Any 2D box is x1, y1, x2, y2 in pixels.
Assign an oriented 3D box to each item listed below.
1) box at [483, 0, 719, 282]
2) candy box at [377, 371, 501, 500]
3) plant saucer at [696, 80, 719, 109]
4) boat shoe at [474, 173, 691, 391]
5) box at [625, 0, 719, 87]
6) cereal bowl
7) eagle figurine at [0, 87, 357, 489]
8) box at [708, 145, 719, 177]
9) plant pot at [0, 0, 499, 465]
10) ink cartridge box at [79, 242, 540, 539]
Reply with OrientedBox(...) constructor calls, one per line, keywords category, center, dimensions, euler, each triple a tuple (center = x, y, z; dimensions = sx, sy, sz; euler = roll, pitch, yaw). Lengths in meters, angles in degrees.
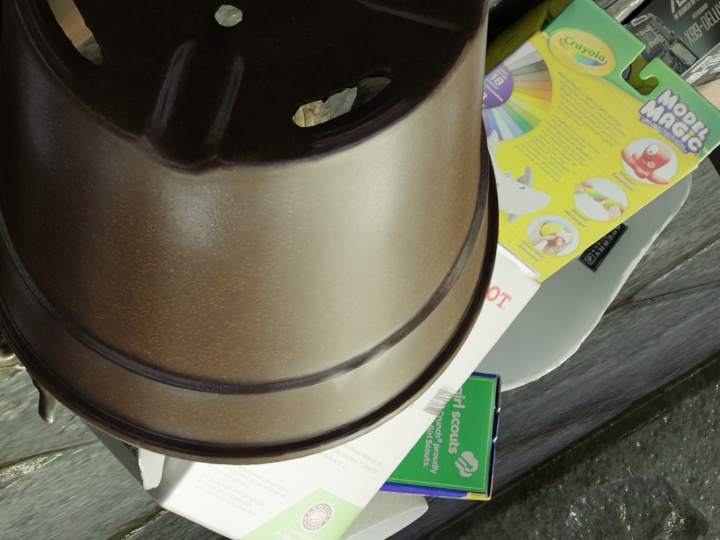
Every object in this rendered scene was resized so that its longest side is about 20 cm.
OrientedBox(category="box", center=(0.094, -0.067, 1.240), dimensions=(0.200, 0.117, 0.049), euler=(-37, -159, 42))
OrientedBox(category="candy box", center=(-0.029, 0.088, 1.360), dimensions=(0.198, 0.078, 0.169), euler=(5, 175, -5))
OrientedBox(category="plant saucer", center=(0.221, -0.120, 1.517), dimensions=(0.199, 0.037, 0.200), euler=(-28, 168, -6))
OrientedBox(category="boat shoe", center=(0.133, -0.003, 1.492), dimensions=(0.200, 0.071, 0.070), euler=(-51, 180, -3))
OrientedBox(category="box", center=(0.262, -0.180, 1.315), dimensions=(0.157, 0.050, 0.200), euler=(-20, 165, -38))
OrientedBox(category="cereal bowl", center=(-0.032, 0.261, 2.463), dimensions=(0.199, 0.084, 0.200), euler=(-28, 168, -6))
OrientedBox(category="eagle figurine", center=(-0.081, -0.008, 1.054), dimensions=(0.199, 0.153, 0.151), euler=(-27, 150, 20))
OrientedBox(category="box", center=(0.353, -0.108, 1.672), dimensions=(0.106, 0.123, 0.200), euler=(-22, 166, -33))
OrientedBox(category="plant pot", center=(-0.038, -0.061, 0.787), dimensions=(0.199, 0.201, 0.199), euler=(-26, 161, -15))
OrientedBox(category="ink cartridge box", center=(-0.023, 0.038, 1.185), dimensions=(0.200, 0.084, 0.145), euler=(-52, 142, 3))
